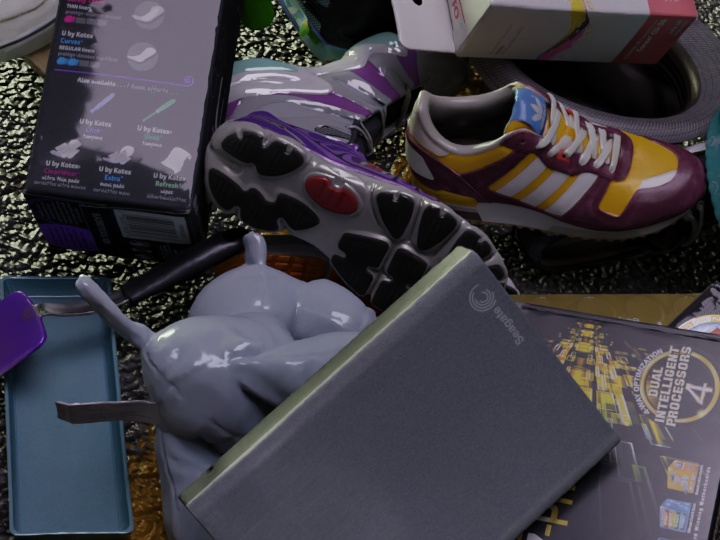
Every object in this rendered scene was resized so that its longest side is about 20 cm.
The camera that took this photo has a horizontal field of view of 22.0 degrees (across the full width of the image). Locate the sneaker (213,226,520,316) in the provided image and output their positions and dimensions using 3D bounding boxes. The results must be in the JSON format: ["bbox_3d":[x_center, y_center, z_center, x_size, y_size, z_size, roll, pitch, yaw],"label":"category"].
[{"bbox_3d":[0.000,0.000,1.201,0.199,0.076,0.092,7,36,-18],"label":"sneaker"}]

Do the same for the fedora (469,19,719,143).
[{"bbox_3d":[0.165,-0.125,1.343,0.199,0.090,0.177,1,45,-20],"label":"fedora"}]

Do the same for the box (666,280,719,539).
[{"bbox_3d":[0.196,0.127,1.074,0.200,0.044,0.160,-41,63,-11],"label":"box"}]

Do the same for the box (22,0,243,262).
[{"bbox_3d":[-0.139,-0.117,1.179,0.106,0.122,0.201,7,74,0],"label":"box"}]

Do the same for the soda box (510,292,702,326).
[{"bbox_3d":[0.129,0.059,1.170,0.199,0.064,0.068,0,46,-14],"label":"soda box"}]

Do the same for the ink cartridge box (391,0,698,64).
[{"bbox_3d":[0.119,-0.210,1.272,0.199,0.068,0.117,-1,65,-22],"label":"ink cartridge box"}]

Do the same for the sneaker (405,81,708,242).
[{"bbox_3d":[0.128,-0.075,1.210,0.199,0.090,0.075,1,50,6],"label":"sneaker"}]

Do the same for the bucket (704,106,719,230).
[{"bbox_3d":[0.331,-0.057,1.228,0.207,0.135,0.208,29,49,-41],"label":"bucket"}]

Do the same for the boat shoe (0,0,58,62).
[{"bbox_3d":[-0.288,-0.183,1.257,0.199,0.070,0.071,-7,65,8],"label":"boat shoe"}]

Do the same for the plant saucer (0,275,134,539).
[{"bbox_3d":[-0.177,0.080,1.105,0.070,0.019,0.200,0,45,-14],"label":"plant saucer"}]

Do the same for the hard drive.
[{"bbox_3d":[0.023,0.103,0.979,0.200,0.140,0.033,-42,18,-8],"label":"hard drive"}]

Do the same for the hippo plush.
[{"bbox_3d":[-0.064,0.074,1.080,0.199,0.160,0.161,13,19,0],"label":"hippo plush"}]

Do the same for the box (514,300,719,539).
[{"bbox_3d":[0.122,0.123,1.038,0.161,0.049,0.201,9,67,18],"label":"box"}]

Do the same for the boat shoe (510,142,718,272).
[{"bbox_3d":[0.200,-0.038,1.284,0.199,0.076,0.060,-13,49,-9],"label":"boat shoe"}]

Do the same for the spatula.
[{"bbox_3d":[-0.157,0.017,1.122,0.199,0.021,0.057,-23,45,-14],"label":"spatula"}]

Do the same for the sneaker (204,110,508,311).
[{"bbox_3d":[0.004,-0.043,1.130,0.200,0.081,0.083,32,30,1],"label":"sneaker"}]

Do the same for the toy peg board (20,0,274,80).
[{"bbox_3d":[-0.171,-0.209,1.346,0.199,0.098,0.200,-41,62,-13],"label":"toy peg board"}]

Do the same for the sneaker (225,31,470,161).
[{"bbox_3d":[-0.001,-0.089,1.285,0.199,0.078,0.140,-14,51,-13],"label":"sneaker"}]

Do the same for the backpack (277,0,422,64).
[{"bbox_3d":[0.009,-0.258,1.393,0.182,0.147,0.200,-14,62,-29],"label":"backpack"}]
